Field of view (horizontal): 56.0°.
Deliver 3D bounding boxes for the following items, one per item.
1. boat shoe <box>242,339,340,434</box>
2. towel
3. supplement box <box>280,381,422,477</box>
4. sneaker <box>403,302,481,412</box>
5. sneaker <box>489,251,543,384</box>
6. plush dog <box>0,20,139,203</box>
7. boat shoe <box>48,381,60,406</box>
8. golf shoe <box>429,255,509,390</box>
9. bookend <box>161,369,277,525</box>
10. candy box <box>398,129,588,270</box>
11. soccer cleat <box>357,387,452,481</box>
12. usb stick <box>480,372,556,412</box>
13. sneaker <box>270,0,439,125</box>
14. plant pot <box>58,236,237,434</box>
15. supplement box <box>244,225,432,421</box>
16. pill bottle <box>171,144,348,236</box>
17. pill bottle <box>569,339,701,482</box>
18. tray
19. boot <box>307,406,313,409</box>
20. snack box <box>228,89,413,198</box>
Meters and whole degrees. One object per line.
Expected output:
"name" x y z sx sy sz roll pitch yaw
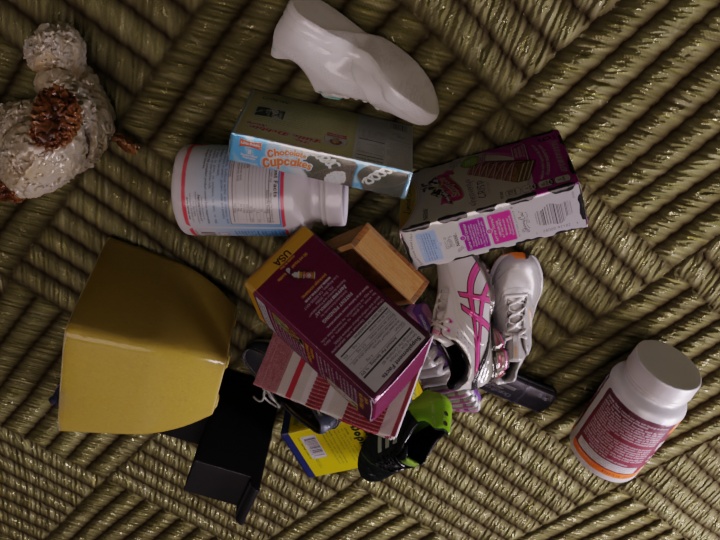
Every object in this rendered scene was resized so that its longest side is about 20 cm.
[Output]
"boat shoe" -0.108 0.169 0.981 0.199 0.062 0.075 35 128 26
"towel" -0.022 0.114 0.868 0.198 0.145 0.023 19 166 14
"supplement box" -0.006 0.225 1.041 0.198 0.109 0.110 -16 124 15
"sneaker" 0.112 0.120 0.949 0.080 0.089 0.200 -15 126 43
"sneaker" 0.210 0.071 0.920 0.075 0.092 0.201 1 126 3
"plush dog" -0.345 -0.146 0.758 0.160 0.172 0.200 37 120 -21
"boat shoe" -0.416 0.182 1.060 0.092 0.075 0.200 36 128 -21
"golf shoe" 0.129 0.057 0.878 0.072 0.092 0.202 -12 95 60
"bookend" -0.237 0.246 1.021 0.197 0.201 0.093 19 126 -10
"candy box" 0.147 -0.084 0.785 0.198 0.137 0.061 -16 123 15
"soccer cleat" 0.055 0.244 0.932 0.067 0.081 0.200 28 123 -16
"usb stick" 0.204 0.164 1.027 0.199 0.033 0.056 23 132 -12
"sneaker" -0.007 -0.215 0.753 0.199 0.076 0.089 33 135 -11
"plant pot" -0.281 0.106 0.935 0.198 0.195 0.196 14 126 -12
"supplement box" -0.026 0.065 0.796 0.200 0.103 0.131 41 163 14
"pill bottle" -0.116 -0.096 0.816 0.198 0.109 0.109 1 127 3
"pill bottle" 0.399 0.205 0.990 0.113 0.115 0.201 14 127 -6
"tray" 0.000 0.000 0.836 0.099 0.037 0.200 43 164 -12
"boot" -0.001 0.138 0.949 0.198 0.155 0.074 8 127 -1
"snack box" -0.040 -0.145 0.768 0.198 0.117 0.037 12 127 -4
